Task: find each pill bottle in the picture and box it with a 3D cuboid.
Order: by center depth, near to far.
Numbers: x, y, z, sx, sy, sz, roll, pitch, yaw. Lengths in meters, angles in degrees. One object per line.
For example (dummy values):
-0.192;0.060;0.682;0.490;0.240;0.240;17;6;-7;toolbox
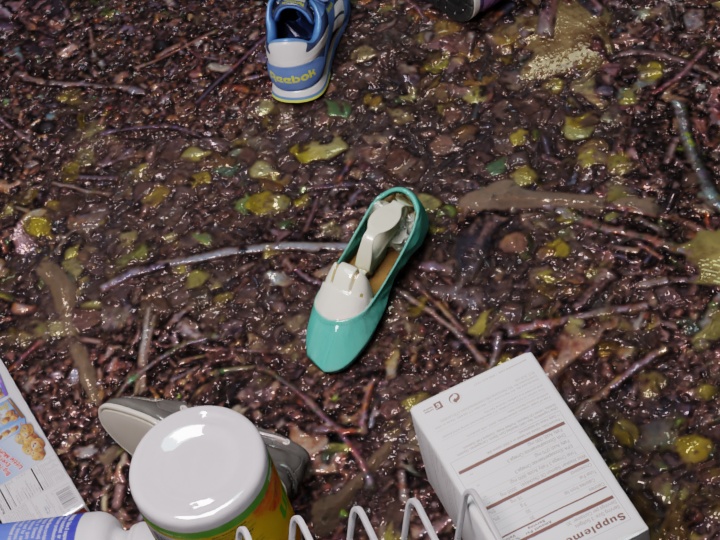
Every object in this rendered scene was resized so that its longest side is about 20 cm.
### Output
-0.109;0.208;1.574;0.111;0.200;0.111;-7;52;8;pill bottle
-0.254;0.262;1.625;0.199;0.112;0.112;-7;51;9;pill bottle

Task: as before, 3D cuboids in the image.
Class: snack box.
-0.319;0.168;1.771;0.072;0.024;0.200;-31;52;-9;snack box

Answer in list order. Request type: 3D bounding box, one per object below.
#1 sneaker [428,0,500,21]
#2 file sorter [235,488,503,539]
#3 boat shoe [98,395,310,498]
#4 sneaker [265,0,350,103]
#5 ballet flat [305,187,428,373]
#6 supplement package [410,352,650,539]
0.085;-0.334;2.044;0.087;0.076;0.200;-27;54;-27;sneaker
0.009;0.258;1.465;0.199;0.125;0.139;-7;37;-17;file sorter
-0.137;0.153;1.717;0.200;0.067;0.057;21;44;22;boat shoe
-0.056;-0.268;2.008;0.074;0.082;0.200;-4;50;13;sneaker
0.000;0.000;1.792;0.067;0.070;0.200;17;59;25;ballet flat
0.140;0.189;1.579;0.117;0.117;0.200;-24;52;-8;supplement package
